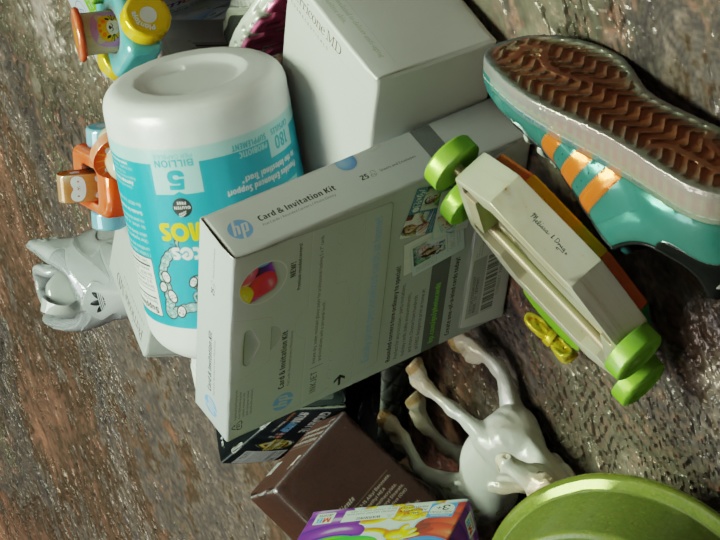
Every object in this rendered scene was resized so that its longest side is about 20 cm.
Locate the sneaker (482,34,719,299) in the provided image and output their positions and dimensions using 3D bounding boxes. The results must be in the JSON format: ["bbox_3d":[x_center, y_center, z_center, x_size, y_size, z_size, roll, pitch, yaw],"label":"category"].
[{"bbox_3d":[0.130,-0.053,1.341,0.200,0.071,0.080,40,140,43],"label":"sneaker"}]

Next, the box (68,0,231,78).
[{"bbox_3d":[-0.150,-0.255,1.705,0.201,0.096,0.176,64,155,7],"label":"box"}]

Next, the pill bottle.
[{"bbox_3d":[-0.083,-0.024,1.549,0.111,0.110,0.201,27,133,54],"label":"pill bottle"}]

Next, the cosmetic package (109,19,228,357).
[{"bbox_3d":[-0.107,-0.053,1.686,0.102,0.071,0.201,-118,32,-47],"label":"cosmetic package"}]

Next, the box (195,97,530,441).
[{"bbox_3d":[0.000,0.000,1.492,0.041,0.199,0.156,48,150,33],"label":"box"}]

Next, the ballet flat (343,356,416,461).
[{"bbox_3d":[0.001,0.082,1.703,0.066,0.057,0.201,49,141,41],"label":"ballet flat"}]

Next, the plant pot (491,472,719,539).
[{"bbox_3d":[0.112,0.237,1.393,0.199,0.190,0.201,12,116,27],"label":"plant pot"}]

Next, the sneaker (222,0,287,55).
[{"bbox_3d":[-0.047,-0.209,1.569,0.088,0.074,0.200,56,148,22],"label":"sneaker"}]

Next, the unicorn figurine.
[{"bbox_3d":[0.077,0.112,1.602,0.137,0.074,0.200,50,165,15],"label":"unicorn figurine"}]

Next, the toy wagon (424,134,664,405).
[{"bbox_3d":[0.106,0.004,1.422,0.155,0.040,0.200,47,177,16],"label":"toy wagon"}]

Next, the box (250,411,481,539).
[{"bbox_3d":[0.030,0.184,1.643,0.200,0.075,0.100,42,167,-4],"label":"box"}]

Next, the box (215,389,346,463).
[{"bbox_3d":[-0.067,0.017,1.756,0.159,0.046,0.201,137,127,-65],"label":"box"}]

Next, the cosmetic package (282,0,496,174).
[{"bbox_3d":[0.011,-0.085,1.540,0.108,0.085,0.201,53,153,35],"label":"cosmetic package"}]

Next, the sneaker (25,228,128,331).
[{"bbox_3d":[-0.183,-0.017,1.896,0.200,0.114,0.075,-110,10,-66],"label":"sneaker"}]

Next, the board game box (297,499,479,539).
[{"bbox_3d":[0.003,0.223,1.488,0.104,0.200,0.103,-7,109,18],"label":"board game box"}]

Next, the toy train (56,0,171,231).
[{"bbox_3d":[-0.164,-0.108,1.630,0.150,0.055,0.201,35,131,57],"label":"toy train"}]
